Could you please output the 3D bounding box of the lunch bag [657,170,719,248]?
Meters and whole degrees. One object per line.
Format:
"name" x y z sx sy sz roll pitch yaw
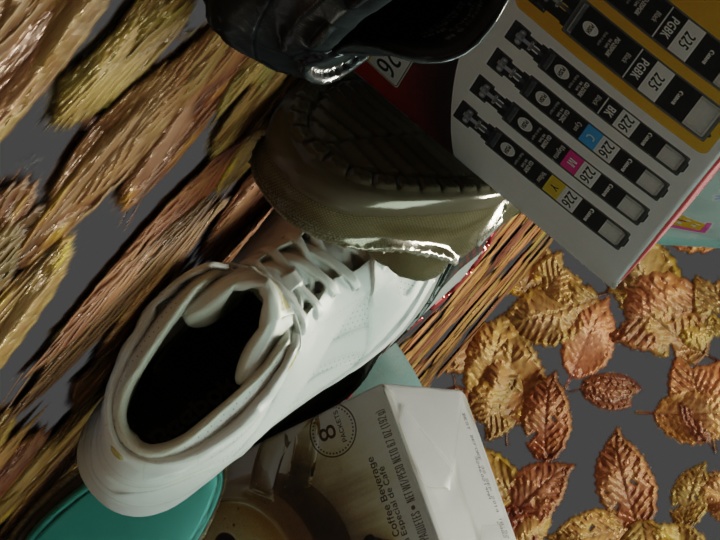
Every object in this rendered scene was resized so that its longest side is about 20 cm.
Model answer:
"lunch bag" 0.142 -0.088 1.141 0.122 0.200 0.170 -48 176 -17

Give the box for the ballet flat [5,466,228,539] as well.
"ballet flat" -0.135 0.135 1.252 0.200 0.071 0.065 -47 -159 1

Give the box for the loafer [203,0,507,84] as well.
"loafer" 0.002 -0.077 0.745 0.068 0.070 0.201 -49 175 -8

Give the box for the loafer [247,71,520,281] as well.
"loafer" 0.018 -0.030 1.085 0.067 0.076 0.200 -54 160 21

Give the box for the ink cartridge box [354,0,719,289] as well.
"ink cartridge box" 0.109 -0.092 0.966 0.084 0.176 0.200 -46 173 -36

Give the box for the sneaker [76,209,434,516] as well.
"sneaker" -0.025 0.012 1.147 0.200 0.074 0.116 -47 177 -15

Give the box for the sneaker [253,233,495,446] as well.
"sneaker" 0.000 0.000 1.283 0.200 0.071 0.098 -48 177 -4

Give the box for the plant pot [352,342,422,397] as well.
"plant pot" -0.033 0.113 1.470 0.200 0.134 0.200 -49 174 -7

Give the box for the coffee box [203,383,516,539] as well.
"coffee box" -0.036 0.140 1.290 0.200 0.113 0.080 -27 163 24
